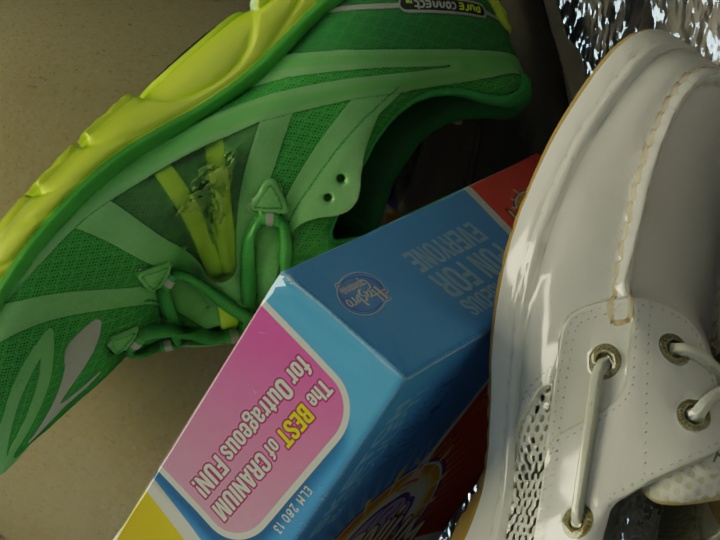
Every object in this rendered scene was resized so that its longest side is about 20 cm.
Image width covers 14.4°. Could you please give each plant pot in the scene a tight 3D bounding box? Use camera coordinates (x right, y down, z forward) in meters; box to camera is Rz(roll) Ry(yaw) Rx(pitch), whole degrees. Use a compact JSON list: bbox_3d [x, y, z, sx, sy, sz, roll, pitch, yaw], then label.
[{"bbox_3d":[-0.096,-0.012,0.892,0.200,0.134,0.201,-159,90,-88],"label":"plant pot"}]

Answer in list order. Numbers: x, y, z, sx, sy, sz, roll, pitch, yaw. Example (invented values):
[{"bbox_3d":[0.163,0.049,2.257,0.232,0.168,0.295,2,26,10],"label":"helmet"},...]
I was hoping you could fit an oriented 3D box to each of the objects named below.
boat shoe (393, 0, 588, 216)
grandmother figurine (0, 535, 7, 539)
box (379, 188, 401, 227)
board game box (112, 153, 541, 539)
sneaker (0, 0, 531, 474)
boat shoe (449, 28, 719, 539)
[{"bbox_3d":[0.025,-0.082,0.866,0.201,0.057,0.067,-104,23,-47],"label":"boat shoe"},{"bbox_3d":[-0.122,0.138,1.210,0.200,0.121,0.061,41,-156,-56],"label":"grandmother figurine"},{"bbox_3d":[0.000,0.000,0.984,0.119,0.041,0.201,-104,25,-47],"label":"box"},{"bbox_3d":[-0.019,0.070,0.754,0.200,0.040,0.153,-57,-15,27],"label":"board game box"},{"bbox_3d":[-0.036,-0.010,0.758,0.084,0.200,0.074,48,178,6],"label":"sneaker"},{"bbox_3d":[0.069,0.044,0.681,0.069,0.071,0.201,12,88,40],"label":"boat shoe"}]
